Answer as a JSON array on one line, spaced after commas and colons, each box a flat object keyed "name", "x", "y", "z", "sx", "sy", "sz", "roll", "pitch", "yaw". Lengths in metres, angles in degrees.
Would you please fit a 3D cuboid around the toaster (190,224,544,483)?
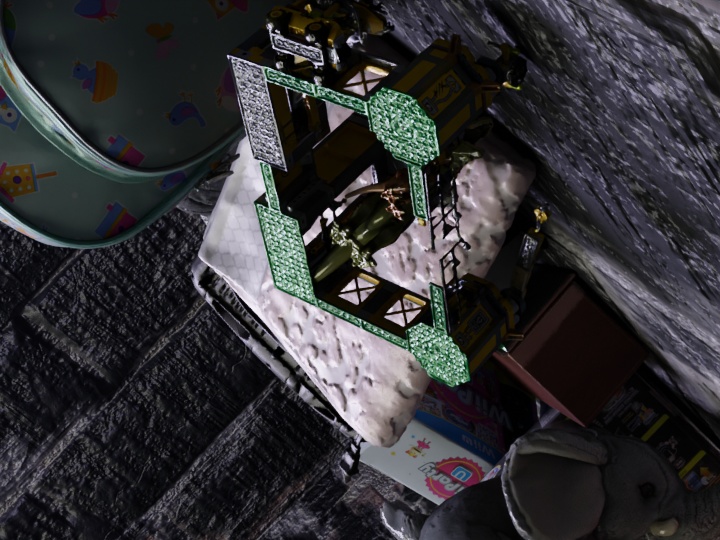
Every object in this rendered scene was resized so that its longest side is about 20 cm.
[{"name": "toaster", "x": 0.000, "y": 0.000, "z": 0.958, "sx": 0.181, "sy": 0.200, "sz": 0.119, "roll": 43, "pitch": -143, "yaw": 7}]

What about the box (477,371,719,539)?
[{"name": "box", "x": 0.171, "y": 0.183, "z": 1.033, "sx": 0.160, "sy": 0.200, "sz": 0.044, "roll": 43, "pitch": -176, "yaw": 1}]

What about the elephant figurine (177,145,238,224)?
[{"name": "elephant figurine", "x": -0.128, "y": -0.099, "z": 1.235, "sx": 0.142, "sy": 0.154, "sz": 0.201, "roll": 73, "pitch": -168, "yaw": -52}]

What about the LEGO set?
[{"name": "LEGO set", "x": 0.027, "y": -0.058, "z": 0.670, "sx": 0.153, "sy": 0.116, "sz": 0.201, "roll": 17, "pitch": 138, "yaw": 38}]

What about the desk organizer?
[{"name": "desk organizer", "x": 0.129, "y": 0.047, "z": 1.025, "sx": 0.077, "sy": 0.072, "sz": 0.200, "roll": 42, "pitch": 178, "yaw": -7}]

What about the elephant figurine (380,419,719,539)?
[{"name": "elephant figurine", "x": 0.145, "y": 0.156, "z": 0.952, "sx": 0.155, "sy": 0.200, "sz": 0.142, "roll": 37, "pitch": -175, "yaw": -25}]

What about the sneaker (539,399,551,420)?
[{"name": "sneaker", "x": 0.201, "y": 0.121, "z": 1.149, "sx": 0.200, "sy": 0.078, "sz": 0.090, "roll": 23, "pitch": -123, "yaw": -57}]

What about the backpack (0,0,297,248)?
[{"name": "backpack", "x": -0.133, "y": -0.110, "z": 0.732, "sx": 0.176, "sy": 0.200, "sz": 0.153, "roll": 46, "pitch": 174, "yaw": -20}]

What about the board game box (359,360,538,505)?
[{"name": "board game box", "x": 0.072, "y": 0.098, "z": 1.147, "sx": 0.147, "sy": 0.064, "sz": 0.201, "roll": 32, "pitch": -148, "yaw": -21}]

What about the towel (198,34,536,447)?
[{"name": "towel", "x": -0.007, "y": -0.030, "z": 0.829, "sx": 0.032, "sy": 0.201, "sz": 0.191, "roll": -14, "pitch": -132, "yaw": -46}]
